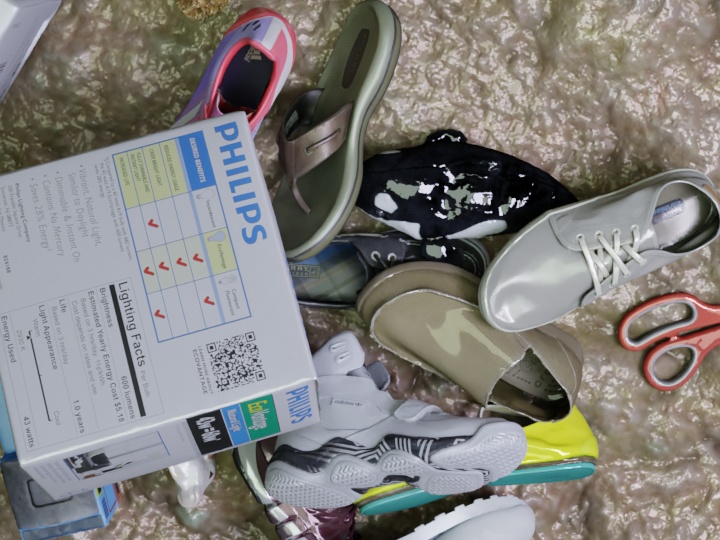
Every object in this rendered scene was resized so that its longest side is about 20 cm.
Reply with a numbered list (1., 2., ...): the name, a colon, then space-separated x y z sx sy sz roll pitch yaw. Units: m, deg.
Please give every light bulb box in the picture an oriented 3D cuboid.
1. light bulb box: -0.145 0.025 1.109 0.198 0.125 0.200 -15 73 -5

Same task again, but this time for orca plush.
1. orca plush: 0.093 -0.052 1.203 0.198 0.071 0.106 24 72 -3

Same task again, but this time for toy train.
1. toy train: -0.234 0.101 1.236 0.086 0.114 0.202 -12 102 3

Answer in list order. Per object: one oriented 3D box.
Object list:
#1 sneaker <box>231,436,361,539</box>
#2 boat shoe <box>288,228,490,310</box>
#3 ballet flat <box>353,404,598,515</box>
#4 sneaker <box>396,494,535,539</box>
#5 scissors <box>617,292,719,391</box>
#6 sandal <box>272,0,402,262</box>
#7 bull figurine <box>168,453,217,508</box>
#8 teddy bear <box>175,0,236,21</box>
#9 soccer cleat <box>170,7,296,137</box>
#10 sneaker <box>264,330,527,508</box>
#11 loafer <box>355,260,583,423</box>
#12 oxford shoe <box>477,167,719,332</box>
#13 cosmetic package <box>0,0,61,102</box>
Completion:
1. sneaker: -0.007 0.185 1.273 0.115 0.076 0.201 -31 103 -1
2. boat shoe: 0.000 0.000 1.235 0.197 0.066 0.071 4 102 0
3. ballet flat: 0.085 0.139 1.257 0.197 0.067 0.068 -9 71 -11
4. sneaker: 0.061 0.238 1.240 0.198 0.081 0.077 -23 144 -28
5. scissors: 0.297 0.030 1.263 0.198 0.014 0.074 -23 99 7
6. sandal: -0.031 -0.106 1.199 0.057 0.079 0.203 18 89 -41
7. bull figurine: -0.142 0.082 1.239 0.064 0.121 0.203 9 96 23
8. teddy bear: -0.112 -0.254 1.193 0.198 0.067 0.147 -15 96 11
9. soccer cleat: -0.106 -0.100 1.199 0.066 0.077 0.201 28 114 -6
10. sneaker: 0.023 0.102 1.190 0.198 0.075 0.116 -11 61 21
11. loafer: 0.089 0.055 1.214 0.198 0.068 0.076 20 121 -23
12. oxford shoe: 0.175 -0.016 1.178 0.198 0.058 0.076 -25 109 -8
13. cosmetic package: -0.346 -0.176 1.154 0.199 0.166 0.168 34 100 -7
